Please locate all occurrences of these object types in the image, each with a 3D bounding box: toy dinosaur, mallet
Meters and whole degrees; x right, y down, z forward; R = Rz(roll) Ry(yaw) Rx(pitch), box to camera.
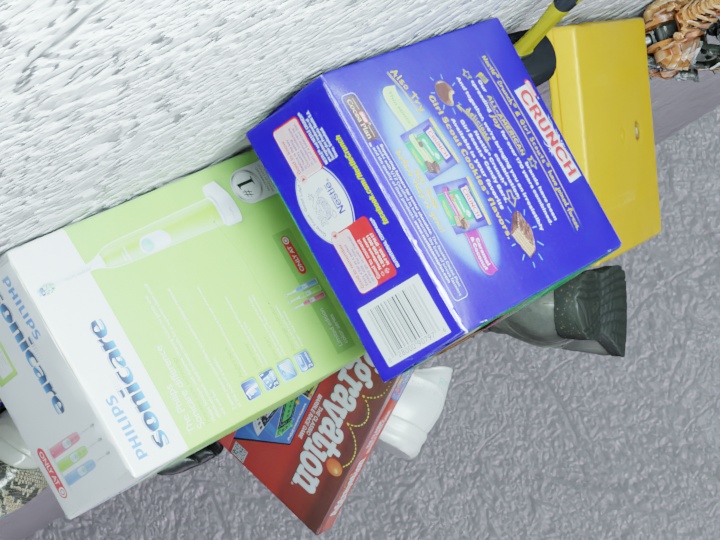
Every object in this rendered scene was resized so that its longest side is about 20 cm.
[{"bbox_3d":[0.273,-0.190,1.623,0.136,0.102,0.200,-13,-165,-9],"label":"toy dinosaur"},{"bbox_3d":[0.118,-0.163,1.269,0.066,0.041,0.200,-26,169,-24],"label":"mallet"}]

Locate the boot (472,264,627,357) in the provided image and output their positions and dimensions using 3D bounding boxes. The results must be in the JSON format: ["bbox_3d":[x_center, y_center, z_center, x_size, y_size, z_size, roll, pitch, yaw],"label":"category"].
[{"bbox_3d":[0.124,0.028,1.488,0.130,0.068,0.200,-1,174,20],"label":"boot"}]

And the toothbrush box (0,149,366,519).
[{"bbox_3d":[-0.115,0.034,1.182,0.200,0.146,0.086,-27,175,-43],"label":"toothbrush box"}]

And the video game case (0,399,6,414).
[{"bbox_3d":[-0.224,0.058,1.427,0.181,0.036,0.200,-31,176,-3],"label":"video game case"}]

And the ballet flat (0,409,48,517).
[{"bbox_3d":[-0.228,0.113,1.452,0.075,0.068,0.200,-57,168,29],"label":"ballet flat"}]

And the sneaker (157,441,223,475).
[{"bbox_3d":[-0.138,0.089,1.402,0.077,0.111,0.200,-34,176,6],"label":"sneaker"}]

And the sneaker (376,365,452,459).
[{"bbox_3d":[-0.027,0.058,1.487,0.089,0.200,0.075,-60,173,-11],"label":"sneaker"}]

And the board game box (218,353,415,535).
[{"bbox_3d":[-0.025,0.070,1.274,0.019,0.103,0.200,-29,152,-46],"label":"board game box"}]

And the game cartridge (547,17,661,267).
[{"bbox_3d":[0.184,-0.101,1.514,0.032,0.177,0.200,-3,-173,24],"label":"game cartridge"}]

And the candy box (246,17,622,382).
[{"bbox_3d":[0.050,-0.047,1.194,0.077,0.169,0.200,-32,176,38],"label":"candy box"}]
